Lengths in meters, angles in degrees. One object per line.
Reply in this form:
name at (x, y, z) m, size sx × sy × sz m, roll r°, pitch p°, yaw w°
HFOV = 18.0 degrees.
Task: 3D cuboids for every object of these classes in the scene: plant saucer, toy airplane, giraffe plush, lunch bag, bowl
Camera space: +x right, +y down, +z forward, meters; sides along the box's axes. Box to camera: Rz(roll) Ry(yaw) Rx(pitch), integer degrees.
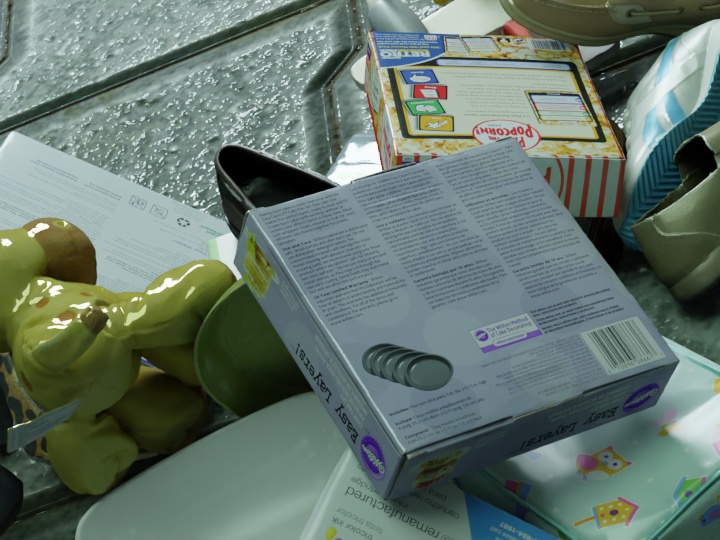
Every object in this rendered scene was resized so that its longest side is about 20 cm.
plant saucer at (-0.006, 0.036, 1.423) m, size 0.200 × 0.200 × 0.031 m, roll -19°, pitch 52°, yaw 12°
toy airplane at (0.104, -0.212, 1.700) m, size 0.199 × 0.141 × 0.200 m, roll -1°, pitch 44°, yaw 31°
giraffe plush at (-0.195, 0.034, 1.442) m, size 0.162 × 0.173 × 0.200 m, roll 39°, pitch 28°, yaw 28°
lunch bag at (0.154, 0.110, 1.335) m, size 0.160 × 0.077 × 0.200 m, roll -36°, pitch 38°, yaw -19°
bowl at (-0.064, 0.183, 1.391) m, size 0.200 × 0.075 × 0.200 m, roll -29°, pitch 36°, yaw 1°

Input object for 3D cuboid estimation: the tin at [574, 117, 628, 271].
tin at (0.126, -0.034, 1.562) m, size 0.112 × 0.042 × 0.200 m, roll -10°, pitch 40°, yaw 30°

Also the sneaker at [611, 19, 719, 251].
sneaker at (0.216, -0.087, 1.546) m, size 0.081 × 0.077 × 0.200 m, roll -17°, pitch 35°, yaw 49°

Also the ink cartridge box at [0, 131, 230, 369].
ink cartridge box at (-0.191, -0.001, 1.601) m, size 0.196 × 0.043 × 0.200 m, roll 24°, pitch 35°, yaw -3°

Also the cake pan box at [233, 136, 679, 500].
cake pan box at (0.056, 0.021, 1.286) m, size 0.200 × 0.052 × 0.184 m, roll -18°, pitch 59°, yaw -29°

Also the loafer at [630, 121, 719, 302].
loafer at (0.245, -0.073, 1.462) m, size 0.200 × 0.067 × 0.076 m, roll -54°, pitch 9°, yaw -16°

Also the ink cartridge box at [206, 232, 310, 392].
ink cartridge box at (0.000, 0.000, 1.537) m, size 0.200 × 0.048 × 0.146 m, roll -21°, pitch 38°, yaw 4°

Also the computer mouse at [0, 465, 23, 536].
computer mouse at (-0.300, 0.166, 1.530) m, size 0.200 × 0.053 × 0.139 m, roll -17°, pitch 28°, yaw 50°

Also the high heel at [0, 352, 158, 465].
high heel at (-0.207, 0.059, 1.574) m, size 0.200 × 0.143 × 0.071 m, roll 5°, pitch 10°, yaw 42°

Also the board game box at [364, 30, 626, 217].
board game box at (0.086, -0.102, 1.537) m, size 0.151 × 0.046 × 0.200 m, roll 1°, pitch 29°, yaw -5°

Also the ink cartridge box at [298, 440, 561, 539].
ink cartridge box at (0.013, 0.215, 1.223) m, size 0.144 × 0.085 × 0.200 m, roll 26°, pitch 60°, yaw 0°

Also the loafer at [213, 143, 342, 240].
loafer at (-0.033, -0.031, 1.503) m, size 0.072 × 0.063 × 0.200 m, roll -43°, pitch 41°, yaw -19°

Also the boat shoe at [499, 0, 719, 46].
boat shoe at (0.195, -0.205, 1.614) m, size 0.200 × 0.065 × 0.071 m, roll -1°, pitch 55°, yaw -20°

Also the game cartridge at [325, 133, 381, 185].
game cartridge at (0.015, -0.027, 1.626) m, size 0.133 × 0.041 × 0.200 m, roll 4°, pitch 47°, yaw 31°
